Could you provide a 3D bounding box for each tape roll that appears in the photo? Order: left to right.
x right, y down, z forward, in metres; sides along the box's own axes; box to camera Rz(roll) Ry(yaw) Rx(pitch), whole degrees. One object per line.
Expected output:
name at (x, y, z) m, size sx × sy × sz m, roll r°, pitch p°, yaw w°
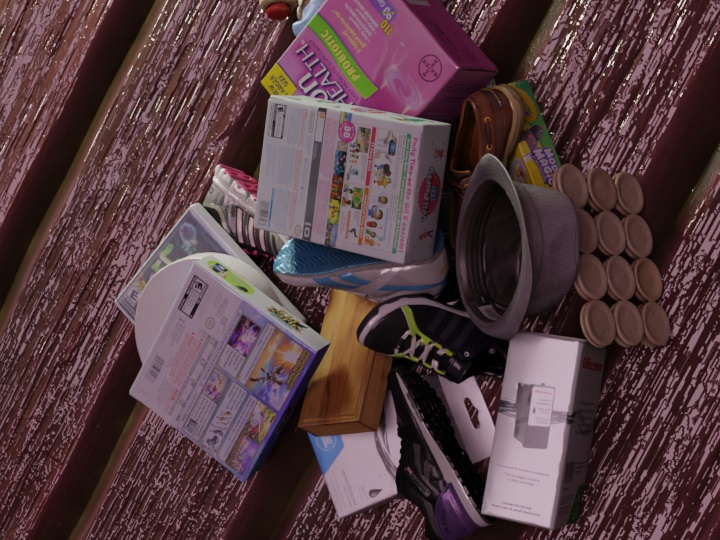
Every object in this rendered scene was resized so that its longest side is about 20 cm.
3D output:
tape roll at (-0.180, 0.080, 1.604) m, size 0.202 × 0.037 × 0.204 m, roll 6°, pitch 105°, yaw 22°

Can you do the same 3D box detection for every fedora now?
fedora at (0.170, -0.024, 1.382) m, size 0.177 × 0.090 × 0.201 m, roll -114°, pitch 26°, yaw -44°

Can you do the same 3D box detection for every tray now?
tray at (-0.007, 0.089, 1.537) m, size 0.098 × 0.037 × 0.201 m, roll -12°, pitch 57°, yaw 43°

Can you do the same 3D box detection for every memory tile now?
memory tile at (0.272, -0.015, 1.441) m, size 0.017 × 0.153 × 0.201 m, roll -21°, pitch 74°, yaw 45°

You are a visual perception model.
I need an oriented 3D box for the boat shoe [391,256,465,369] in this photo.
boat shoe at (0.067, 0.056, 1.556) m, size 0.201 × 0.063 × 0.074 m, roll -43°, pitch 74°, yaw 13°

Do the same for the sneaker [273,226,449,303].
sneaker at (0.000, 0.000, 1.487) m, size 0.199 × 0.081 × 0.077 m, roll -2°, pitch 46°, yaw 15°

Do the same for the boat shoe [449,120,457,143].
boat shoe at (0.029, -0.124, 1.587) m, size 0.200 × 0.063 × 0.073 m, roll -44°, pitch 74°, yaw 13°

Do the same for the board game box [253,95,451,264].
board game box at (-0.012, -0.100, 1.427) m, size 0.199 × 0.064 × 0.149 m, roll 15°, pitch 104°, yaw 32°

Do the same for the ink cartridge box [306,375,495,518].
ink cartridge box at (0.051, 0.196, 1.543) m, size 0.199 × 0.067 × 0.116 m, roll -26°, pitch 76°, yaw 16°

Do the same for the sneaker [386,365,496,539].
sneaker at (0.063, 0.206, 1.464) m, size 0.087 × 0.076 × 0.201 m, roll -32°, pitch 75°, yaw 20°

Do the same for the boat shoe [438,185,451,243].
boat shoe at (0.045, -0.049, 1.546) m, size 0.199 × 0.063 × 0.073 m, roll -11°, pitch 104°, yaw 6°

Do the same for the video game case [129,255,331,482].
video game case at (-0.155, 0.115, 1.555) m, size 0.181 × 0.045 × 0.201 m, roll 36°, pitch 115°, yaw 13°

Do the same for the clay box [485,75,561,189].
clay box at (0.176, -0.124, 1.503) m, size 0.047 × 0.115 × 0.201 m, roll -14°, pitch 77°, yaw -20°

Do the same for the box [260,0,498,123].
box at (0.018, -0.217, 1.489) m, size 0.200 × 0.096 × 0.176 m, roll -46°, pitch 70°, yaw 28°

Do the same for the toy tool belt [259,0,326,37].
toy tool belt at (-0.031, -0.308, 1.600) m, size 0.199 × 0.125 × 0.124 m, roll -11°, pitch 72°, yaw 20°

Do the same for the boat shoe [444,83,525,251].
boat shoe at (0.122, -0.107, 1.460) m, size 0.072 × 0.067 × 0.201 m, roll 37°, pitch 127°, yaw 44°

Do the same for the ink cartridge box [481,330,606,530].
ink cartridge box at (0.202, 0.170, 1.446) m, size 0.083 × 0.146 × 0.201 m, roll 9°, pitch 86°, yaw 21°

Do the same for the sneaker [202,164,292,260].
sneaker at (-0.123, -0.040, 1.635) m, size 0.200 × 0.074 × 0.088 m, roll 42°, pitch 109°, yaw 16°

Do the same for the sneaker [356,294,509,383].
sneaker at (0.094, 0.082, 1.476) m, size 0.072 × 0.199 × 0.083 m, roll -64°, pitch 33°, yaw 34°

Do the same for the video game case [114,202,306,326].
video game case at (-0.188, 0.050, 1.632) m, size 0.200 × 0.023 × 0.182 m, roll 47°, pitch 116°, yaw 8°
